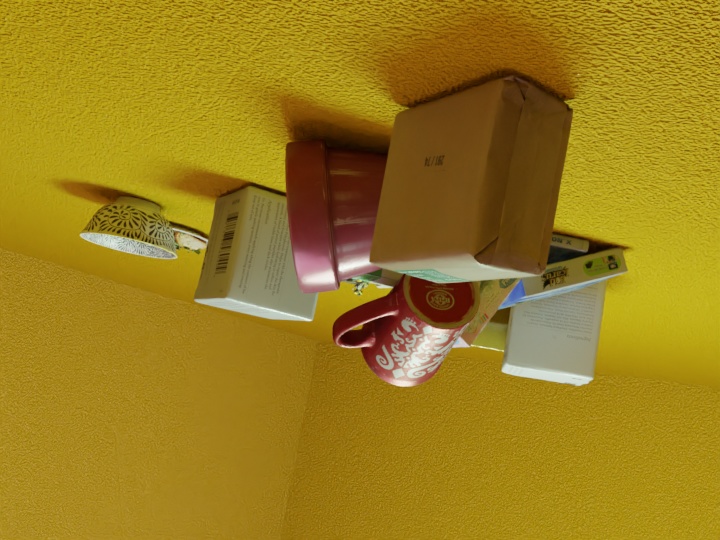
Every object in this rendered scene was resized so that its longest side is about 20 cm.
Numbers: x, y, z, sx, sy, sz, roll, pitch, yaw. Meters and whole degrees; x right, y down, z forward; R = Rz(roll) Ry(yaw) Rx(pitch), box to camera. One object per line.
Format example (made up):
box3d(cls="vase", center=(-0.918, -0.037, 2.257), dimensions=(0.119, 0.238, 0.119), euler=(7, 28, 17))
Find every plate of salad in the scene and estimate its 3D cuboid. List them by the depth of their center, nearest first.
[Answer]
box3d(cls="plate of salad", center=(-0.440, -0.072, 2.143), dimensions=(0.198, 0.048, 0.200), euler=(10, 171, 2))

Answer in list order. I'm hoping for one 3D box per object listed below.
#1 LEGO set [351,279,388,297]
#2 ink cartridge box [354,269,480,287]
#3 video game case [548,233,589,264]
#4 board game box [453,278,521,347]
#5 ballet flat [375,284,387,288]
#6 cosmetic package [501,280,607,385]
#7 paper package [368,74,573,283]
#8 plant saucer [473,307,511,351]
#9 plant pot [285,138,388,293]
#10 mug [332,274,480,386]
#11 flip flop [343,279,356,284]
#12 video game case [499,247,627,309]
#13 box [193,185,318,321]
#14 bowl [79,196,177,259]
box3d(cls="LEGO set", center=(0.000, 0.000, 1.716), dimensions=(0.199, 0.116, 0.154), euler=(11, 141, 48))
box3d(cls="ink cartridge box", center=(0.082, -0.043, 1.414), dimensions=(0.198, 0.147, 0.084), euler=(14, 170, -15))
box3d(cls="video game case", center=(0.272, -0.041, 1.590), dimensions=(0.181, 0.022, 0.200), euler=(11, 171, -1))
box3d(cls="board game box", center=(0.176, 0.038, 1.510), dimensions=(0.043, 0.199, 0.200), euler=(42, 162, -11))
box3d(cls="ballet flat", center=(0.029, 0.001, 1.975), dimensions=(0.199, 0.068, 0.068), euler=(5, 165, 32))
box3d(cls="cosmetic package", center=(0.367, 0.104, 1.785), dimensions=(0.164, 0.202, 0.165), euler=(9, 170, 8))
box3d(cls="paper package", center=(0.113, -0.086, 0.996), dimensions=(0.103, 0.192, 0.200), euler=(16, 170, -29))
box3d(cls="plant saucer", center=(0.281, 0.081, 1.947), dimensions=(0.198, 0.201, 0.049), euler=(9, 128, 7))
box3d(cls="plant pot", center=(-0.001, -0.077, 1.239), dimensions=(0.177, 0.202, 0.200), euler=(-5, 170, 1))
box3d(cls="mug", center=(0.069, 0.078, 1.304), dimensions=(0.177, 0.134, 0.200), euler=(-28, 166, -24))
box3d(cls="flip flop", center=(-0.031, -0.018, 1.915), dimensions=(0.057, 0.082, 0.200), euler=(29, 164, -27))
box3d(cls="video game case", center=(0.325, 0.018, 1.582), dimensions=(0.180, 0.046, 0.200), euler=(-12, 173, -10))
box3d(cls="box", center=(-0.173, -0.024, 1.662), dimensions=(0.170, 0.201, 0.200), euler=(15, 171, -24))
box3d(cls="bowl", center=(-0.460, -0.093, 1.902), dimensions=(0.199, 0.095, 0.201), euler=(11, 170, 2))
